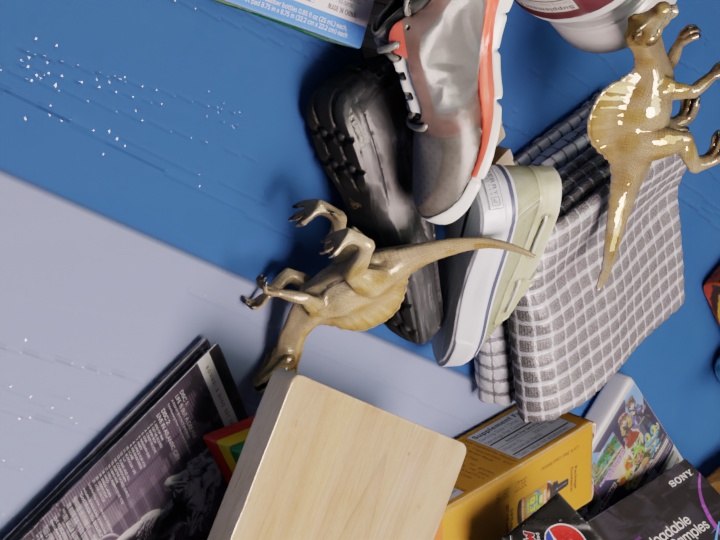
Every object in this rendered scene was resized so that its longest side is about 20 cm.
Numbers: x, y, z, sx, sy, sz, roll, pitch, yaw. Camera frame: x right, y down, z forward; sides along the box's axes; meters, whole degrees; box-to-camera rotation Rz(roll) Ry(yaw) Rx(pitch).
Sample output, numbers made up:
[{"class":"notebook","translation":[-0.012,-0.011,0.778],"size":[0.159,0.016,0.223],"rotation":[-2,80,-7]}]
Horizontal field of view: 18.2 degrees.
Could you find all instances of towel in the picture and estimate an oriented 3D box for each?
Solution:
[{"class":"towel","translation":[0.160,-0.009,1.595],"size":[0.200,0.085,0.167],"rotation":[-37,130,-36]}]

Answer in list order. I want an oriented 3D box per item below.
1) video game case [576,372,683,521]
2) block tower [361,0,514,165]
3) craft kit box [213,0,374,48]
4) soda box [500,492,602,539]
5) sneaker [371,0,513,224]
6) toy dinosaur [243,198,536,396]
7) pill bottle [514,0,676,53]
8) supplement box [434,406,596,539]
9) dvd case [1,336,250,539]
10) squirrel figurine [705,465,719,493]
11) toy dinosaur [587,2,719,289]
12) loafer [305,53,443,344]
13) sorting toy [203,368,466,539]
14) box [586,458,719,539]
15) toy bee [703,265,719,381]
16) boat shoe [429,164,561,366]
[{"class":"video game case","translation":[0.186,0.208,1.759],"size":[0.201,0.023,0.182],"rotation":[-56,139,-18]},{"class":"block tower","translation":[0.046,-0.122,1.440],"size":[0.054,0.058,0.201],"rotation":[-46,133,-28]},{"class":"craft kit box","translation":[-0.048,-0.247,1.292],"size":[0.199,0.048,0.199],"rotation":[14,95,-51]},{"class":"soda box","translation":[0.107,0.243,1.566],"size":[0.063,0.071,0.200],"rotation":[-32,160,-37]},{"class":"sneaker","translation":[0.039,-0.128,1.351],"size":[0.081,0.077,0.202],"rotation":[1,105,-21]},{"class":"toy dinosaur","translation":[0.000,0.000,1.392],"size":[0.199,0.058,0.101],"rotation":[-30,133,16]},{"class":"pill bottle","translation":[0.126,-0.232,1.446],"size":[0.200,0.114,0.115],"rotation":[42,72,-48]},{"class":"supplement box","translation":[0.084,0.160,1.586],"size":[0.199,0.069,0.067],"rotation":[-22,121,-41]},{"class":"dvd case","translation":[-0.132,0.159,1.368],"size":[0.200,0.016,0.149],"rotation":[-45,134,-29]},{"class":"squirrel figurine","translation":[0.379,0.241,1.905],"size":[0.200,0.141,0.188],"rotation":[-34,139,-38]},{"class":"toy dinosaur","translation":[0.193,-0.093,1.502],"size":[0.100,0.058,0.201],"rotation":[-8,119,-28]},{"class":"loafer","translation":[0.024,-0.043,1.433],"size":[0.070,0.068,0.202],"rotation":[-36,127,-28]},{"class":"sorting toy","translation":[-0.044,0.173,1.412],"size":[0.198,0.069,0.201],"rotation":[26,84,-52]},{"class":"box","translation":[0.270,0.246,1.704],"size":[0.143,0.200,0.036],"rotation":[-24,153,-46]},{"class":"toy bee","translation":[0.355,0.075,1.839],"size":[0.200,0.108,0.132],"rotation":[42,70,-48]},{"class":"boat shoe","translation":[0.086,0.001,1.462],"size":[0.062,0.072,0.200],"rotation":[-6,151,-14]}]
